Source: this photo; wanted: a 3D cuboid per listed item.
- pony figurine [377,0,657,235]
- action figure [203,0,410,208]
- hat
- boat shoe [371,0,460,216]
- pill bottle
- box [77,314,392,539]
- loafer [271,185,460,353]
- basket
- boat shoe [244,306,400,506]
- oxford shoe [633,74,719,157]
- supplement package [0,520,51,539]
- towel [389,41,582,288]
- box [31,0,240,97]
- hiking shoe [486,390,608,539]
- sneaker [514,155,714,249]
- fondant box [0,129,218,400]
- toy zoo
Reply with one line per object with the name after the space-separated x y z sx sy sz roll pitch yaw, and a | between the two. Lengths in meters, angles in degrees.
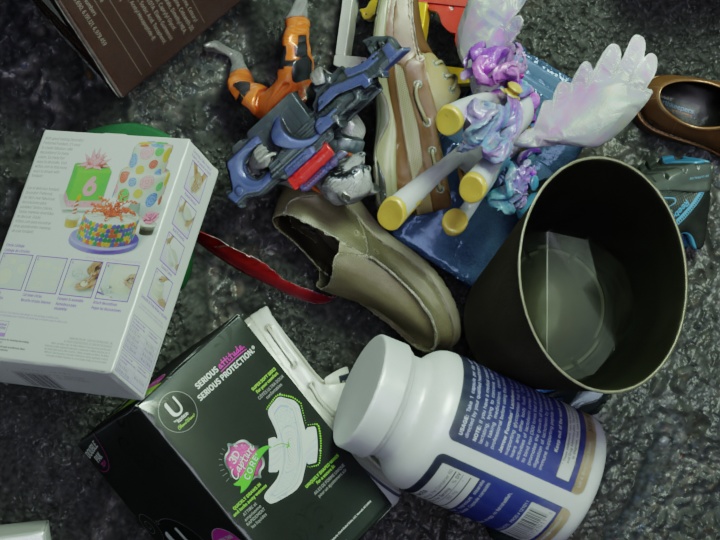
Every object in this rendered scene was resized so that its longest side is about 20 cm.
0.112 -0.122 1.638 0.166 0.200 0.194 38 127 8 | pony figurine
-0.030 -0.144 1.703 0.199 0.104 0.195 -32 71 26 | action figure
-0.168 -0.005 1.762 0.200 0.176 0.166 37 83 34 | hat
0.047 -0.143 1.723 0.073 0.076 0.202 0 100 5 | boat shoe
0.085 0.133 1.658 0.199 0.116 0.117 25 86 -15 | pill bottle
-0.104 0.164 1.687 0.124 0.148 0.201 -41 95 -32 | box
0.000 0.000 1.751 0.200 0.076 0.067 45 61 5 | loafer
0.161 0.024 1.662 0.134 0.200 0.182 2 77 -12 | basket
-0.029 0.113 1.756 0.070 0.071 0.200 -45 88 -3 | boat shoe
0.335 -0.126 1.804 0.198 0.071 0.072 9 87 -9 | oxford shoe
-0.344 0.275 1.684 0.198 0.120 0.123 -5 89 -7 | supplement package
0.114 -0.087 1.785 0.111 0.049 0.201 33 85 -6 | towel
-0.185 -0.284 1.662 0.200 0.165 0.166 -39 59 -6 | box
0.146 0.135 1.781 0.086 0.074 0.201 28 76 1 | hiking shoe
0.219 -0.046 1.764 0.198 0.073 0.083 -8 102 -28 | sneaker
-0.209 -0.007 1.637 0.143 0.058 0.202 5 68 29 | fondant box
0.050 -0.233 1.770 0.130 0.020 0.202 7 89 14 | toy zoo
